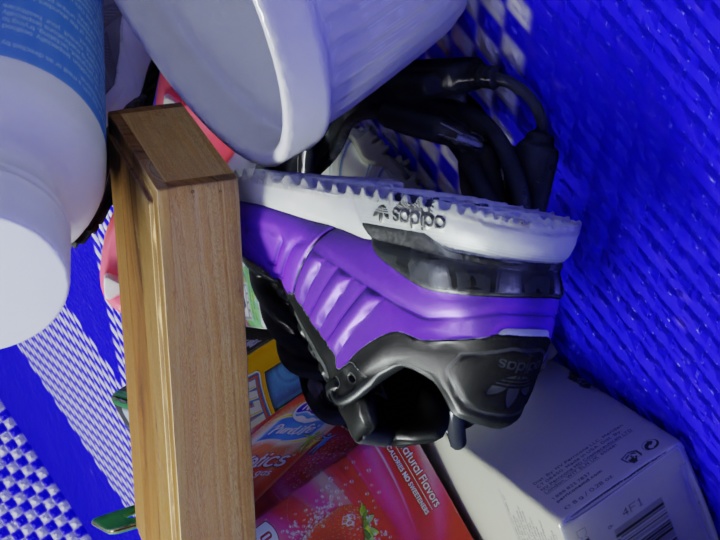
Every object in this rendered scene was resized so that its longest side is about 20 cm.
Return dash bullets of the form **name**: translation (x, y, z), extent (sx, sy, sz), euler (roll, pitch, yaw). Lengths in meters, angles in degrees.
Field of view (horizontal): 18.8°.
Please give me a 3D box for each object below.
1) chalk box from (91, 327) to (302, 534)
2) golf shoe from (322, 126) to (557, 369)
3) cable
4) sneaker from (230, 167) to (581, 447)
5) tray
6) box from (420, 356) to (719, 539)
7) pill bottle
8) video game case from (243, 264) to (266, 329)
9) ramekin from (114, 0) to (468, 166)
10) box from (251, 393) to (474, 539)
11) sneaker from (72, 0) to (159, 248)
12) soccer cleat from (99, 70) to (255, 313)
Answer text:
- **chalk box**: translation (-0.045, 0.093, 1.133), extent (0.124, 0.199, 0.125), euler (60, 165, -8)
- **golf shoe**: translation (0.000, 0.000, 1.013), extent (0.200, 0.097, 0.079), euler (44, 165, 49)
- **cable**: translation (0.013, -0.008, 0.925), extent (0.200, 0.051, 0.164), euler (3, 93, 55)
- **sneaker**: translation (0.001, 0.016, 0.834), extent (0.200, 0.069, 0.100), euler (13, 99, 56)
- **tray**: translation (-0.074, 0.042, 0.901), extent (0.099, 0.037, 0.201), euler (-130, 35, -62)
- **box**: translation (0.077, 0.088, 0.994), extent (0.200, 0.068, 0.082), euler (36, 154, 56)
- **pill bottle**: translation (-0.160, -0.069, 0.891), extent (0.113, 0.111, 0.201), euler (76, -176, -48)
- **video game case**: translation (-0.078, -0.072, 1.133), extent (0.182, 0.022, 0.201), euler (-179, 81, -72)
- **ramekin**: translation (-0.039, -0.151, 0.842), extent (0.200, 0.105, 0.201), euler (52, 163, 24)
- **box**: translation (0.009, 0.163, 1.037), extent (0.201, 0.099, 0.095), euler (61, 165, -19)
- **sneaker**: translation (-0.138, -0.082, 1.025), extent (0.079, 0.201, 0.074), euler (20, 128, -4)
- **soccer cleat**: translation (-0.069, -0.068, 1.015), extent (0.066, 0.201, 0.077), euler (22, -164, -6)
